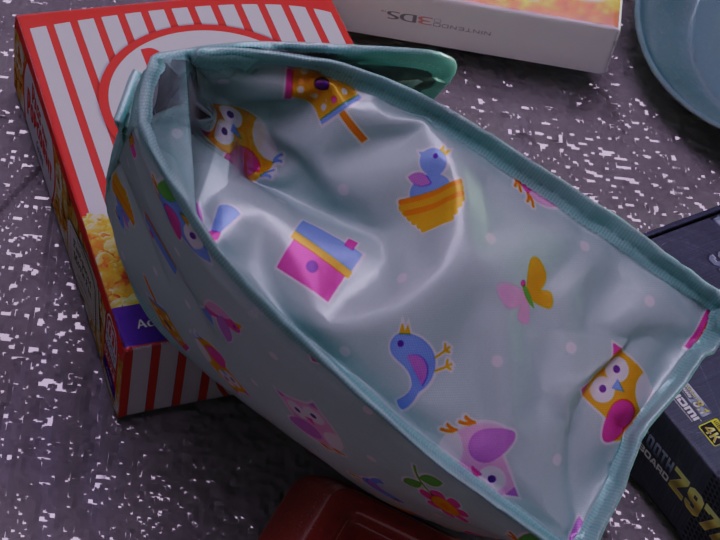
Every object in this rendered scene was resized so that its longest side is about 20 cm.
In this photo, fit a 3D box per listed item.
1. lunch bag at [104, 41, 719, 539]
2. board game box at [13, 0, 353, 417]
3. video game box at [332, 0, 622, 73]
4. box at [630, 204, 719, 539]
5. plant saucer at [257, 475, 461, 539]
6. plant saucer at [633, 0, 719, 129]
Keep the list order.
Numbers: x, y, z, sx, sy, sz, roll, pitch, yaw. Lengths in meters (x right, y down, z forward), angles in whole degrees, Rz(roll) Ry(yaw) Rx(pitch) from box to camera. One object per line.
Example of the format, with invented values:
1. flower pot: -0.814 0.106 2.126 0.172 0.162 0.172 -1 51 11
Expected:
1. lunch bag: 0.000 0.000 0.606 0.200 0.170 0.122 35 79 -6
2. board game box: -0.057 -0.039 0.763 0.151 0.046 0.200 -10 51 -20
3. video game box: 0.040 -0.201 0.894 0.199 0.047 0.183 9 65 0
4. box: 0.188 0.059 0.723 0.157 0.051 0.200 -18 54 -27
5. plant saucer: 0.026 0.171 0.597 0.199 0.037 0.200 24 48 11
6. plant saucer: 0.240 -0.132 0.879 0.199 0.036 0.201 -8 55 12
